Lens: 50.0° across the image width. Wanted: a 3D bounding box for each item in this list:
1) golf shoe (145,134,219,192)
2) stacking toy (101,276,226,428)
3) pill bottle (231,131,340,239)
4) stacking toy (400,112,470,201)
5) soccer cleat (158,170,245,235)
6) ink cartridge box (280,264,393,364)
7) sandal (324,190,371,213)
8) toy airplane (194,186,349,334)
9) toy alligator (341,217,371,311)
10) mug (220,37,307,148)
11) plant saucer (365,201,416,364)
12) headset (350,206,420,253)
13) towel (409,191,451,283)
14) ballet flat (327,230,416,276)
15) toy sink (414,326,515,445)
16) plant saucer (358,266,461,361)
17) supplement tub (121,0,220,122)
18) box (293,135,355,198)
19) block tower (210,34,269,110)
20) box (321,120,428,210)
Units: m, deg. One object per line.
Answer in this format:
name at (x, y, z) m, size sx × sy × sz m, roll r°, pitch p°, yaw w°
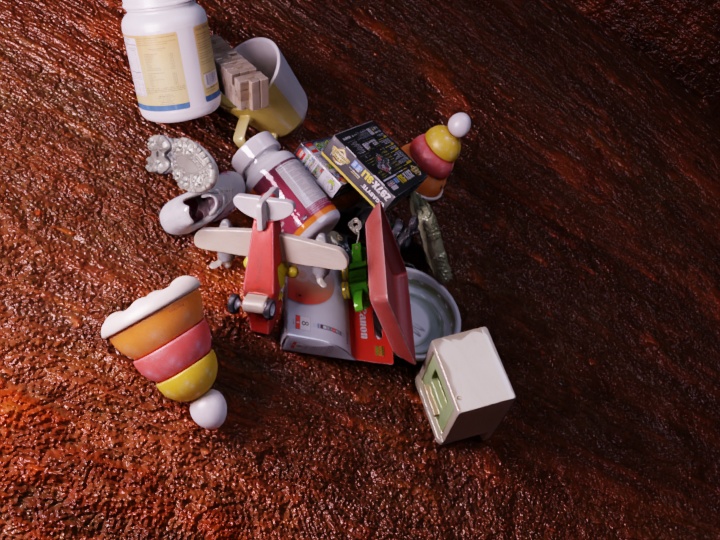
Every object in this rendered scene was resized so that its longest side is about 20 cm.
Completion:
golf shoe at (-0.264, -0.175, 1.241) m, size 0.096 × 0.080 × 0.199 m, roll 0°, pitch 20°, yaw -41°
stacking toy at (-0.243, 0.125, 1.040) m, size 0.146 × 0.144 × 0.203 m, roll -33°, pitch 98°, yaw -51°
pill bottle at (-0.134, -0.138, 1.364) m, size 0.201 × 0.110 × 0.109 m, roll 51°, pitch 39°, yaw 6°
stacking toy at (0.169, -0.262, 1.674) m, size 0.144 × 0.200 × 0.148 m, roll 23°, pitch 44°, yaw -24°
soccer cleat at (-0.238, -0.111, 1.258) m, size 0.200 × 0.085 × 0.071 m, roll -41°, pitch 113°, yaw -48°
ink cartridge box at (-0.035, 0.068, 1.290) m, size 0.195 × 0.051 × 0.165 m, roll 8°, pitch 50°, yaw -15°
sandal at (-0.022, -0.154, 1.520) m, size 0.204 × 0.059 × 0.080 m, roll -13°, pitch 66°, yaw -48°
toy airplane at (-0.141, -0.031, 1.207) m, size 0.201 × 0.198 × 0.141 m, roll 52°, pitch 15°, yaw 5°
toy alligator at (0.000, 0.000, 1.325) m, size 0.055 × 0.058 × 0.203 m, roll 70°, pitch 13°, yaw -48°
mug at (-0.186, -0.317, 1.465) m, size 0.149 × 0.188 × 0.153 m, roll 39°, pitch 1°, yaw 35°
plant saucer at (0.047, 0.025, 1.284) m, size 0.201 × 0.036 × 0.203 m, roll 64°, pitch 18°, yaw -50°
headset at (0.055, -0.085, 1.455) m, size 0.122 × 0.095 × 0.200 m, roll 22°, pitch 11°, yaw -22°
towel at (0.132, -0.065, 1.498) m, size 0.200 × 0.036 × 0.151 m, roll -105°, pitch 176°, yaw -71°
ballet flat at (0.016, -0.030, 1.448) m, size 0.197 × 0.057 × 0.067 m, roll 25°, pitch 41°, yaw -23°
toy sink at (0.167, 0.209, 1.314) m, size 0.109 × 0.201 × 0.133 m, roll -12°, pitch 62°, yaw -13°
plant saucer at (0.083, 0.085, 1.390) m, size 0.195 × 0.051 × 0.203 m, roll 11°, pitch 50°, yaw -13°
supplement tub at (-0.319, -0.366, 1.302) m, size 0.141 × 0.204 × 0.145 m, roll -5°, pitch 26°, yaw 2°
box at (-0.036, -0.202, 1.461) m, size 0.110 × 0.035 × 0.199 m, roll 46°, pitch 29°, yaw 7°
block tower at (-0.234, -0.354, 1.369) m, size 0.053 × 0.059 × 0.200 m, roll -22°, pitch 47°, yaw -30°
box at (0.031, -0.199, 1.452) m, size 0.160 × 0.049 × 0.200 m, roll 46°, pitch 29°, yaw 2°
